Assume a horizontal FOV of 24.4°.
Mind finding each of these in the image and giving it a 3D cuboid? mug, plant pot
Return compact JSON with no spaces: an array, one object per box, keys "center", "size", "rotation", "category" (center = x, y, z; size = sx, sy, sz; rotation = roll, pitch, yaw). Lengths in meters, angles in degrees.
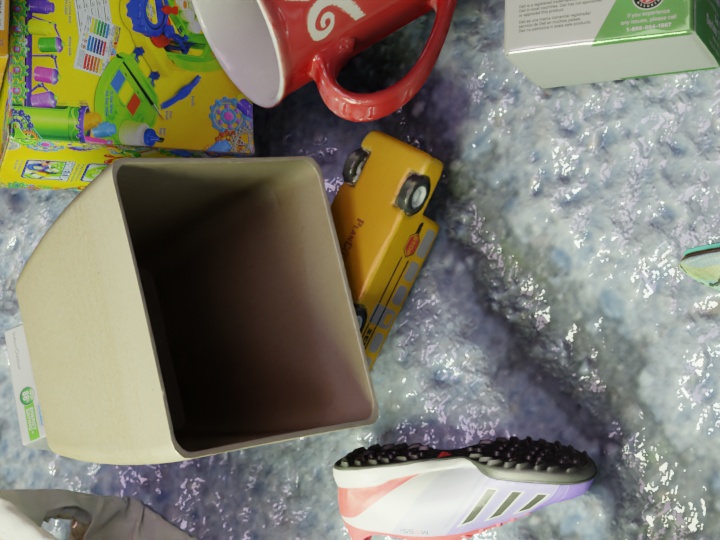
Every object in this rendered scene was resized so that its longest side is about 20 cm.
[{"center":[-0.005,-0.207,1.264],"size":[0.199,0.133,0.179],"rotation":[-30,96,-22],"category":"mug"},{"center":[-0.134,0.043,1.196],"size":[0.176,0.199,0.202],"rotation":[-22,79,41],"category":"plant pot"}]

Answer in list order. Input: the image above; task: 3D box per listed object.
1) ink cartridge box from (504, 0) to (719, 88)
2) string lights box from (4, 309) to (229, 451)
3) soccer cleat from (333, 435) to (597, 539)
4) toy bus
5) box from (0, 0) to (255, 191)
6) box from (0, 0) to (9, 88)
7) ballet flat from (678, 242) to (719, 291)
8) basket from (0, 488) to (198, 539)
[{"center":[0.187,-0.249,1.230],"size":[0.144,0.084,0.202],"rotation":[-4,76,26],"category":"ink cartridge box"},{"center":[-0.188,0.067,1.358],"size":[0.199,0.059,0.104],"rotation":[-22,69,21],"category":"string lights box"},{"center":[0.077,0.164,1.206],"size":[0.198,0.068,0.074],"rotation":[-5,99,22],"category":"soccer cleat"},{"center":[0.000,0.000,1.268],"size":[0.065,0.078,0.201],"rotation":[26,90,30],"category":"toy bus"},{"center":[-0.191,-0.174,1.329],"size":[0.191,0.122,0.202],"rotation":[3,74,-17],"category":"box"},{"center":[-0.292,-0.231,1.280],"size":[0.041,0.119,0.202],"rotation":[4,71,-16],"category":"box"},{"center":[0.313,0.002,1.117],"size":[0.198,0.074,0.075],"rotation":[-12,72,26],"category":"ballet flat"},{"center":[-0.185,0.278,1.231],"size":[0.199,0.198,0.162],"rotation":[27,95,29],"category":"basket"}]
